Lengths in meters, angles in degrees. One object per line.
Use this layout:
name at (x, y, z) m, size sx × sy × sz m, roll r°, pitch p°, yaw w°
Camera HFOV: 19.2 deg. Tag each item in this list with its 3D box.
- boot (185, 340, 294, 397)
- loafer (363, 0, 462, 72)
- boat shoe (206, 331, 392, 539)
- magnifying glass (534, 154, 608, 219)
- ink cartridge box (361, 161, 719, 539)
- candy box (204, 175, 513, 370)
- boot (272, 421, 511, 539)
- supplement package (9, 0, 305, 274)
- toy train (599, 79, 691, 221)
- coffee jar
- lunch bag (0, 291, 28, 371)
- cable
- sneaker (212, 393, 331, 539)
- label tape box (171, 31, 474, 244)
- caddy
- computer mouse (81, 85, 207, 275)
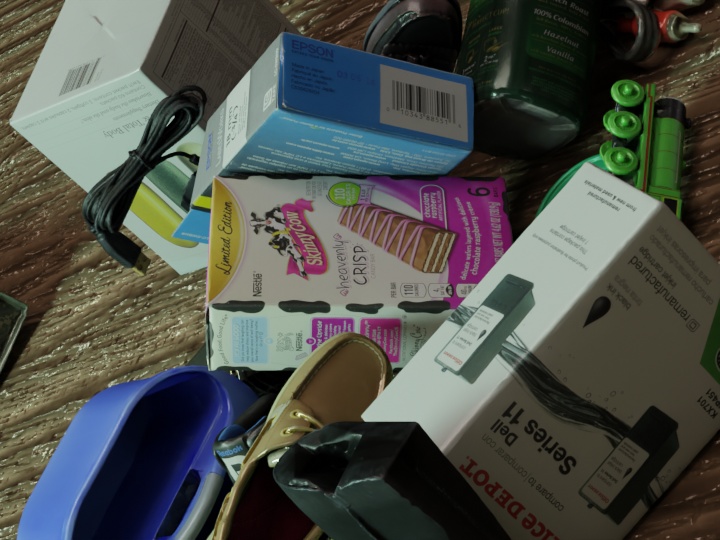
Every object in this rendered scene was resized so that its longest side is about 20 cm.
boot at (-0.068, 0.078, 1.494) m, size 0.138 × 0.077 × 0.200 m, roll -52°, pitch 20°, yaw -1°
loafer at (0.029, -0.122, 1.547) m, size 0.200 × 0.072 × 0.063 m, roll 117°, pitch 154°, yaw -53°
boat shoe at (-0.034, 0.122, 1.282) m, size 0.200 × 0.074 × 0.066 m, roll -63°, pitch 5°, yaw -18°
magnifying glass at (0.136, 0.005, 1.378) m, size 0.080 × 0.022 × 0.200 m, roll -14°, pitch 42°, yaw 40°
ink cartridge box at (0.122, 0.064, 1.206) m, size 0.200 × 0.147 × 0.083 m, roll -49°, pitch 33°, yaw -2°
candy box at (0.000, 0.000, 1.398) m, size 0.200 × 0.061 × 0.136 m, roll -1°, pitch 40°, yaw -2°
boot at (0.019, 0.166, 1.157) m, size 0.165 × 0.200 × 0.066 m, roll -21°, pitch 39°, yaw 34°
supplement package at (-0.133, -0.126, 1.666) m, size 0.152 × 0.200 × 0.151 m, roll -16°, pitch 43°, yaw 39°
toy train at (0.177, -0.043, 1.348) m, size 0.056 × 0.042 × 0.200 m, roll 10°, pitch 51°, yaw 2°
coffee jar at (0.123, -0.185, 1.494) m, size 0.104 × 0.085 × 0.200 m, roll -30°, pitch 44°, yaw 62°
lunch bag at (-0.403, 0.093, 1.819) m, size 0.164 × 0.118 × 0.200 m, roll -3°, pitch 57°, yaw 48°
cable at (0.182, -0.183, 1.536) m, size 0.200 × 0.050 × 0.097 m, roll -8°, pitch 64°, yaw 61°
sneaker at (-0.059, 0.160, 1.339) m, size 0.073 × 0.112 × 0.200 m, roll -20°, pitch 39°, yaw 40°
label tape box at (-0.030, -0.078, 1.474) m, size 0.200 × 0.144 × 0.063 m, roll 138°, pitch 138°, yaw -55°
caddy at (-0.132, 0.158, 1.401) m, size 0.105 × 0.141 × 0.200 m, roll -7°, pitch 49°, yaw 50°
computer mouse at (-0.104, -0.036, 1.550) m, size 0.140 × 0.200 × 0.046 m, roll -46°, pitch 46°, yaw 11°
